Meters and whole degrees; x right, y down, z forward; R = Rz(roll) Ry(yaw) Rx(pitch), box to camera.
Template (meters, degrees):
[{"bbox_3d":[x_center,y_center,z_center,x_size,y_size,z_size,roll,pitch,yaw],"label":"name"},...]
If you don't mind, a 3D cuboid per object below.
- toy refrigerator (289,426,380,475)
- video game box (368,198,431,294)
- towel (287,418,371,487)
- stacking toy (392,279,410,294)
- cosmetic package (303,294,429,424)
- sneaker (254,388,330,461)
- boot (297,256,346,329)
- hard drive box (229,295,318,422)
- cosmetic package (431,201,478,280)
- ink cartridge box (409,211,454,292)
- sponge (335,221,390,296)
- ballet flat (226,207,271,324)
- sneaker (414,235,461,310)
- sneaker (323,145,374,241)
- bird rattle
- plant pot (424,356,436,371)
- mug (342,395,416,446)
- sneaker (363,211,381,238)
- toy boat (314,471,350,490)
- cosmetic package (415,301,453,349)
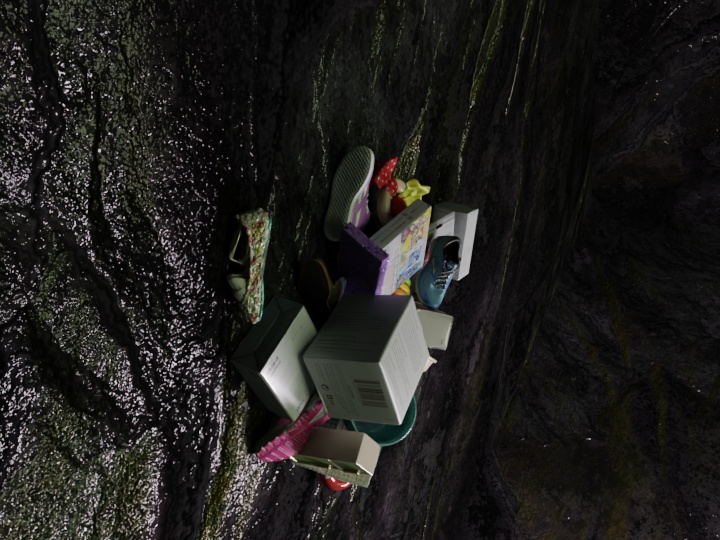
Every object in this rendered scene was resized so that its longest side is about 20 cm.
[{"bbox_3d":[-0.068,0.373,1.306,0.076,0.199,0.070,51,47,-44],"label":"toy refrigerator"},{"bbox_3d":[0.076,-0.034,1.374,0.182,0.047,0.201,-38,151,-28],"label":"video game box"},{"bbox_3d":[-0.041,0.378,1.435,0.035,0.199,0.194,163,-52,-78],"label":"towel"},{"bbox_3d":[0.085,0.027,1.534,0.110,0.115,0.201,75,32,-64],"label":"stacking toy"},{"bbox_3d":[0.019,0.172,1.252,0.200,0.165,0.168,-57,137,-47],"label":"cosmetic package"},{"bbox_3d":[-0.142,0.309,1.301,0.200,0.088,0.082,-40,133,-12],"label":"sneaker"},{"bbox_3d":[-0.076,0.024,1.293,0.201,0.074,0.097,88,21,-46],"label":"boot"},{"bbox_3d":[-0.147,0.174,1.220,0.156,0.076,0.201,-57,147,-28],"label":"hard drive box"},{"bbox_3d":[0.259,-0.087,1.789,0.081,0.112,0.202,-28,127,-53],"label":"cosmetic package"},{"bbox_3d":[0.171,-0.060,1.669,0.200,0.083,0.177,-29,127,-53],"label":"ink cartridge box"},{"bbox_3d":[0.000,0.000,1.300,0.030,0.111,0.201,-39,158,-29],"label":"sponge"},{"bbox_3d":[-0.195,-0.008,1.067,0.063,0.076,0.202,2,100,-30],"label":"ballet flat"},{"bbox_3d":[0.196,-0.001,1.542,0.078,0.090,0.201,22,73,-21],"label":"sneaker"},{"bbox_3d":[-0.009,-0.158,1.310,0.114,0.072,0.202,-2,117,-62],"label":"sneaker"},{"bbox_3d":[0.079,-0.160,1.391,0.200,0.112,0.164,23,67,-66],"label":"bird rattle"},{"bbox_3d":[0.055,0.247,1.534,0.184,0.200,0.200,-59,150,-4],"label":"plant pot"},{"bbox_3d":[0.045,0.295,1.384,0.185,0.152,0.114,-37,179,-21],"label":"mug"},{"bbox_3d":[0.023,-0.058,1.442,0.076,0.070,0.201,-71,162,-52],"label":"sneaker"},{"bbox_3d":[-0.035,0.444,1.509,0.130,0.130,0.201,-42,139,-44],"label":"toy boat"},{"bbox_3d":[0.150,0.133,1.606,0.200,0.103,0.088,-153,-103,-75],"label":"cosmetic package"}]
